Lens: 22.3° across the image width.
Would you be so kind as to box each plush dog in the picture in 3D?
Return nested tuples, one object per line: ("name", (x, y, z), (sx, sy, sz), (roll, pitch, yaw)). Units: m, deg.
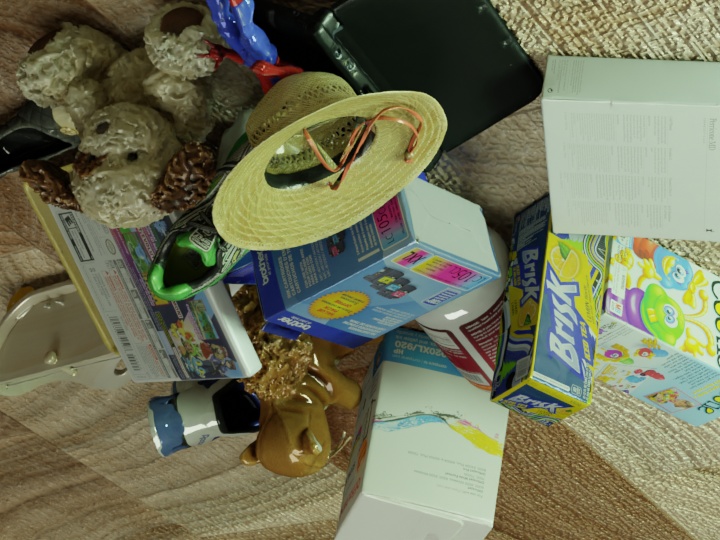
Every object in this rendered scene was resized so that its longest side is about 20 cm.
("plush dog", (-0.188, -0.111, 1.537), (0.200, 0.172, 0.160), (-4, 145, 26))

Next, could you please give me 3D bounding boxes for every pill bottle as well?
("pill bottle", (0.107, 0.025, 1.736), (0.113, 0.113, 0.200), (-7, 145, 27))

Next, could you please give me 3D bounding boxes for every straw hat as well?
("straw hat", (-0.039, -0.108, 1.443), (0.201, 0.085, 0.201), (-22, 154, -11))

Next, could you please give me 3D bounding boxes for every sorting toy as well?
("sorting toy", (-0.279, 0.086, 1.985), (0.200, 0.107, 0.180), (-15, 150, 32))

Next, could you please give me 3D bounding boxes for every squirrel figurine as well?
("squirrel figurine", (-0.079, 0.108, 1.858), (0.141, 0.187, 0.200), (-5, 146, 26))

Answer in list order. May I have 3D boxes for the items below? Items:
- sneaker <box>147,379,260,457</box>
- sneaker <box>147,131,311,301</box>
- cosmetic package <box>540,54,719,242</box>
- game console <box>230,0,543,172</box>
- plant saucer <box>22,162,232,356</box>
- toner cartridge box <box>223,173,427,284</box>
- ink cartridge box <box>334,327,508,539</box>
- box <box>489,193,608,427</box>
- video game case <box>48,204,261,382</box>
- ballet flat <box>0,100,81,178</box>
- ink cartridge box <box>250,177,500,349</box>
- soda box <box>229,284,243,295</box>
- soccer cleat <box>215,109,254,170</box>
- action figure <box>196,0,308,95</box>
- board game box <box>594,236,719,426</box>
("sneaker", (-0.151, 0.150, 1.977), (0.115, 0.081, 0.199), (-11, -174, 8))
("sneaker", (-0.105, -0.044, 1.534), (0.078, 0.085, 0.200), (38, 114, -2))
("cosmetic package", (0.235, -0.100, 1.547), (0.151, 0.052, 0.200), (6, 149, 12))
("game console", (0.022, -0.185, 1.507), (0.176, 0.116, 0.200), (25, 164, 43))
("plant saucer", (-0.210, -0.023, 1.731), (0.200, 0.048, 0.200), (-11, 110, 48))
("toner cartridge box", (-0.041, -0.043, 1.652), (0.200, 0.043, 0.095), (-24, 168, 23))
("ink cartridge box", (0.068, 0.191, 1.938), (0.145, 0.200, 0.147), (14, 149, -6))
("box", (0.172, 0.034, 1.643), (0.070, 0.200, 0.064), (25, 146, -21))
("video game case", (-0.191, 0.011, 1.683), (0.182, 0.023, 0.200), (-6, 113, 48))
("ballet flat", (-0.306, -0.113, 1.683), (0.066, 0.057, 0.200), (32, 147, -33))
("ink cartridge box", (0.000, 0.000, 1.597), (0.200, 0.076, 0.136), (-26, 152, 30))
("soda box", (-0.165, 0.005, 1.828), (0.068, 0.064, 0.200), (21, 150, -16))
("soccer cleat", (-0.102, -0.090, 1.663), (0.069, 0.078, 0.200), (5, 170, -6))
("action figure", (-0.087, -0.176, 1.453), (0.065, 0.052, 0.200), (22, 165, 38))
("board game box", (0.281, 0.053, 1.737), (0.200, 0.103, 0.105), (26, 146, -23))
